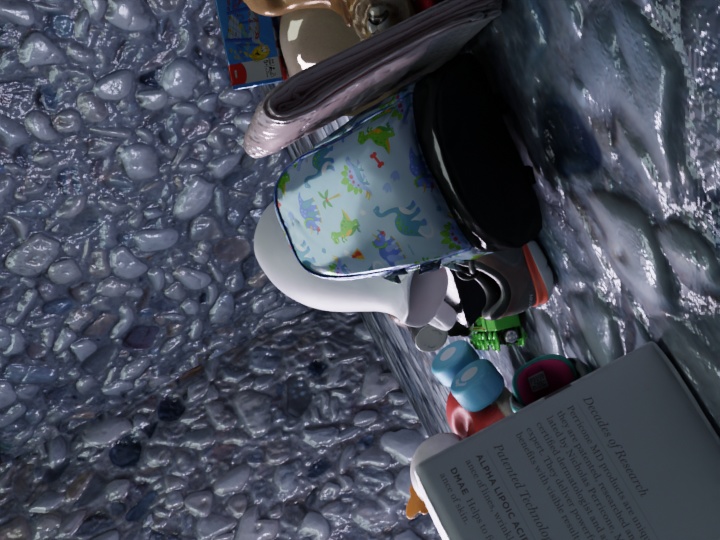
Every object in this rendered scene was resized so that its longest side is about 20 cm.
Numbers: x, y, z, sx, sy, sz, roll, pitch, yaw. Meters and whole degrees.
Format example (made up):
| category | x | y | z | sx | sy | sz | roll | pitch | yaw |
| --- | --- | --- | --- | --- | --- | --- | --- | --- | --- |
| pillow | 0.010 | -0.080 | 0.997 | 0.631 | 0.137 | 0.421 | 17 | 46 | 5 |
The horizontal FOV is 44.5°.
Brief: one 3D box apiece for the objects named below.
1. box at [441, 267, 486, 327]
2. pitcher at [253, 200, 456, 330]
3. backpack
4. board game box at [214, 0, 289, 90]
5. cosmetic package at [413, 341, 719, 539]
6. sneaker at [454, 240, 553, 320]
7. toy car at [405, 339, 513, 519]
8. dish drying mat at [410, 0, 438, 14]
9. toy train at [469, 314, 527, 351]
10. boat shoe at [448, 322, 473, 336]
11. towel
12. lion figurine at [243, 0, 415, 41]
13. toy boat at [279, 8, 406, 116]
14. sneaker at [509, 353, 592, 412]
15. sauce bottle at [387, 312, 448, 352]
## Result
| category | x | y | z | sx | sy | sz | roll | pitch | yaw |
| --- | --- | --- | --- | --- | --- | --- | --- | --- | --- |
| box | 0.056 | -0.043 | 0.977 | 0.200 | 0.079 | 0.142 | 28 | 148 | 40 |
| pitcher | 0.000 | 0.000 | 0.920 | 0.199 | 0.122 | 0.172 | 21 | 163 | 28 |
| backpack | 0.024 | -0.067 | 0.742 | 0.200 | 0.153 | 0.164 | -7 | 111 | 52 |
| board game box | -0.117 | -0.304 | 0.961 | 0.200 | 0.056 | 0.197 | -84 | -15 | -75 |
| cosmetic package | 0.166 | 0.187 | 0.666 | 0.166 | 0.199 | 0.165 | 61 | 175 | 20 |
| sneaker | 0.102 | -0.045 | 0.800 | 0.201 | 0.082 | 0.077 | 62 | 168 | -2 |
| toy car | 0.124 | 0.228 | 1.103 | 0.185 | 0.200 | 0.177 | 50 | 178 | -15 |
| dish drying mat | 0.074 | -0.181 | 0.814 | 0.077 | 0.018 | 0.201 | 56 | 171 | 51 |
| toy train | 0.159 | 0.066 | 1.053 | 0.200 | 0.041 | 0.057 | 110 | 148 | -86 |
| boat shoe | 0.116 | 0.009 | 1.131 | 0.200 | 0.074 | 0.093 | -99 | 14 | -72 |
| towel | 0.000 | -0.146 | 0.681 | 0.032 | 0.190 | 0.200 | 62 | 170 | -4 |
| lion figurine | -0.047 | -0.255 | 0.772 | 0.199 | 0.073 | 0.123 | 13 | 138 | 29 |
| toy boat | -0.011 | -0.252 | 0.904 | 0.200 | 0.130 | 0.131 | 80 | -168 | -72 |
| sneaker | 0.189 | 0.142 | 0.860 | 0.121 | 0.083 | 0.200 | 59 | 167 | 0 |
| sauce bottle | 0.053 | 0.025 | 1.064 | 0.065 | 0.064 | 0.200 | 67 | 175 | -35 |
